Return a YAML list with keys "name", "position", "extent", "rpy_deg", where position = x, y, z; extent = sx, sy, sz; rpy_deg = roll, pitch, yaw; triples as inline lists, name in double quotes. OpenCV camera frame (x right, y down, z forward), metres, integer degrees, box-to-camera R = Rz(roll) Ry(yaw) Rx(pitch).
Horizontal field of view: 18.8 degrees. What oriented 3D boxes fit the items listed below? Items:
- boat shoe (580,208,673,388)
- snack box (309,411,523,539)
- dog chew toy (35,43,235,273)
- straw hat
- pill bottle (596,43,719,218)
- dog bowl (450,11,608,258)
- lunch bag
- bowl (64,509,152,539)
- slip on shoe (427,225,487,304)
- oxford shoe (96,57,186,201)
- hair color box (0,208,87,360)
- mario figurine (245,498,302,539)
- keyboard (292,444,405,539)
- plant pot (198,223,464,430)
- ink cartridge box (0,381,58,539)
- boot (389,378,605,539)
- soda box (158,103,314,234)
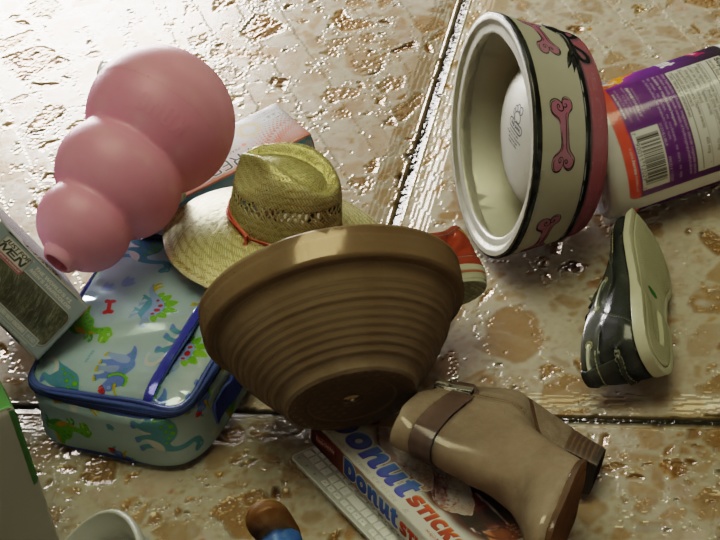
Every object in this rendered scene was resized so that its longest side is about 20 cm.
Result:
- name: "boat shoe"
  position: [0.204, 0.019, 1.706]
  extent: [0.067, 0.072, 0.201]
  rpy_deg: [-26, 27, 24]
- name: "snack box"
  position: [0.042, 0.158, 1.600]
  extent: [0.071, 0.024, 0.200]
  rpy_deg: [-17, 36, -26]
- name: "dog chew toy"
  position: [-0.187, -0.083, 1.736]
  extent: [0.124, 0.125, 0.201]
  rpy_deg: [18, 62, 33]
- name: "straw hat"
  position: [-0.059, -0.055, 1.747]
  extent: [0.199, 0.086, 0.202]
  rpy_deg: [4, 33, -3]
- name: "pill bottle"
  position: [0.280, -0.125, 1.826]
  extent: [0.198, 0.112, 0.112]
  rpy_deg: [-18, 38, -8]
- name: "dog bowl"
  position: [0.140, -0.111, 1.792]
  extent: [0.073, 0.201, 0.201]
  rpy_deg: [-2, 35, -16]
- name: "lunch bag"
  position: [-0.157, 0.059, 1.745]
  extent: [0.159, 0.083, 0.201]
  rpy_deg: [11, 45, 23]
- name: "bowl"
  position: [-0.155, 0.268, 1.440]
  extent: [0.090, 0.202, 0.202]
  rpy_deg: [21, 29, -26]
- name: "slip on shoe"
  position: [0.000, 0.000, 1.672]
  extent: [0.198, 0.074, 0.062]
  rpy_deg: [-6, 64, -21]
- name: "oxford shoe"
  position: [-0.204, -0.120, 1.884]
  extent: [0.057, 0.076, 0.200]
  rpy_deg: [-18, 42, -11]
- name: "hair color box"
  position: [-0.286, 0.000, 1.766]
  extent: [0.061, 0.099, 0.200]
  rpy_deg: [-45, 16, -4]
- name: "mario figurine"
  position: [-0.067, 0.236, 1.470]
  extent: [0.105, 0.124, 0.200]
  rpy_deg: [-1, 31, -16]
- name: "keyboard"
  position: [0.023, 0.179, 1.602]
  extent: [0.056, 0.011, 0.200]
  rpy_deg: [-28, 41, -19]
- name: "plant pot"
  position: [-0.015, 0.055, 1.601]
  extent: [0.199, 0.201, 0.093]
  rpy_deg: [-13, 62, -1]
- name: "ink cartridge box"
  position: [-0.311, 0.113, 1.664]
  extent: [0.082, 0.147, 0.200]
  rpy_deg: [-22, 40, -13]
- name: "boot"
  position: [0.091, 0.136, 1.552]
  extent: [0.145, 0.071, 0.200]
  rpy_deg: [19, 16, 12]
- name: "soda box"
  position: [-0.135, -0.069, 1.910]
  extent: [0.199, 0.064, 0.068]
  rpy_deg: [-27, 40, -19]
